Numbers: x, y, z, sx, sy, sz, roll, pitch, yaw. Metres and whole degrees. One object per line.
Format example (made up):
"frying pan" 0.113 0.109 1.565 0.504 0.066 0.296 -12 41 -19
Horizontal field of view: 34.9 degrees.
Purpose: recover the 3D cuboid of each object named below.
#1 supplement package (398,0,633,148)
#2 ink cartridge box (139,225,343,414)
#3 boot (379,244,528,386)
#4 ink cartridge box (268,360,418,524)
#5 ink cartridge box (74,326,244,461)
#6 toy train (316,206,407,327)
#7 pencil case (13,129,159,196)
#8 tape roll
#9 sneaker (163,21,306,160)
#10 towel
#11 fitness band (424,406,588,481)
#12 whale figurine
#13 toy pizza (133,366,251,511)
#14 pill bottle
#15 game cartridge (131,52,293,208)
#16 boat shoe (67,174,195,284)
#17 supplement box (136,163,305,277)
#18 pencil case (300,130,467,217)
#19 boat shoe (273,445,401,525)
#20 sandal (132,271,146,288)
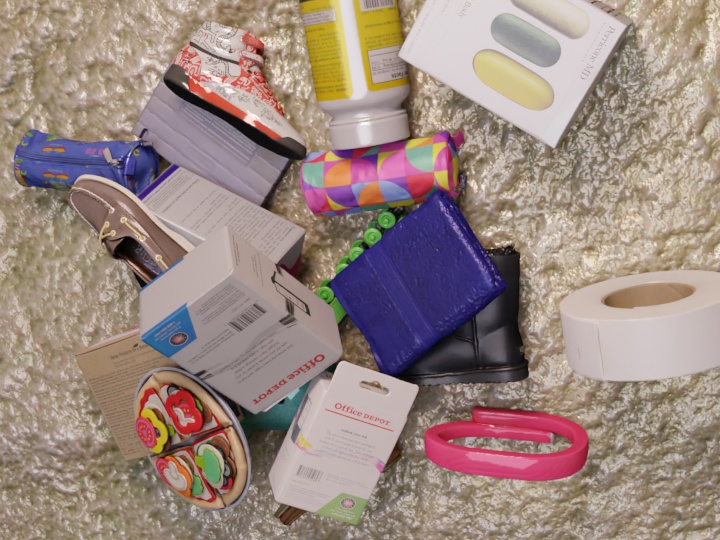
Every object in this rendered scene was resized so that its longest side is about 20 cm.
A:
"supplement package" 0.175 -0.258 1.269 0.199 0.151 0.152 32 110 7
"ink cartridge box" -0.139 0.063 1.344 0.146 0.085 0.200 -35 131 18
"boot" 0.109 0.053 1.410 0.199 0.076 0.170 -5 95 27
"ink cartridge box" -0.021 0.199 1.411 0.116 0.067 0.201 20 105 -18
"ink cartridge box" -0.267 0.153 1.513 0.199 0.075 0.166 -18 98 43
"toy train" 0.000 0.000 1.448 0.056 0.042 0.200 38 111 -6
"pencil case" -0.356 -0.137 1.483 0.199 0.087 0.079 8 80 22
"tape roll" 0.324 0.059 1.278 0.201 0.202 0.071 -7 103 18
"sneaker" -0.131 -0.225 1.397 0.201 0.067 0.108 31 78 6
"towel" 0.069 0.017 1.366 0.200 0.049 0.148 -40 74 30
"fitness band" 0.176 0.211 1.391 0.198 0.144 0.038 3 106 16
"whale figurine" -0.114 0.165 1.488 0.199 0.104 0.160 -29 95 23
"toy pizza" -0.218 0.216 1.432 0.199 0.032 0.202 17 120 32
"pill bottle" -0.004 -0.249 1.346 0.113 0.114 0.202 -6 102 18
"game cartridge" -0.182 -0.171 1.463 0.200 0.038 0.130 37 107 5
"boat shoe" -0.278 -0.039 1.383 0.200 0.060 0.072 38 136 3
"supplement box" -0.182 -0.032 1.440 0.199 0.103 0.102 25 133 12
"pencil case" 0.028 -0.116 1.389 0.198 0.088 0.089 -7 102 16
"boat shoe" -0.031 0.284 1.510 0.068 0.072 0.200 47 111 2
"sandal" -0.289 -0.026 1.525 0.076 0.043 0.201 -33 92 21
